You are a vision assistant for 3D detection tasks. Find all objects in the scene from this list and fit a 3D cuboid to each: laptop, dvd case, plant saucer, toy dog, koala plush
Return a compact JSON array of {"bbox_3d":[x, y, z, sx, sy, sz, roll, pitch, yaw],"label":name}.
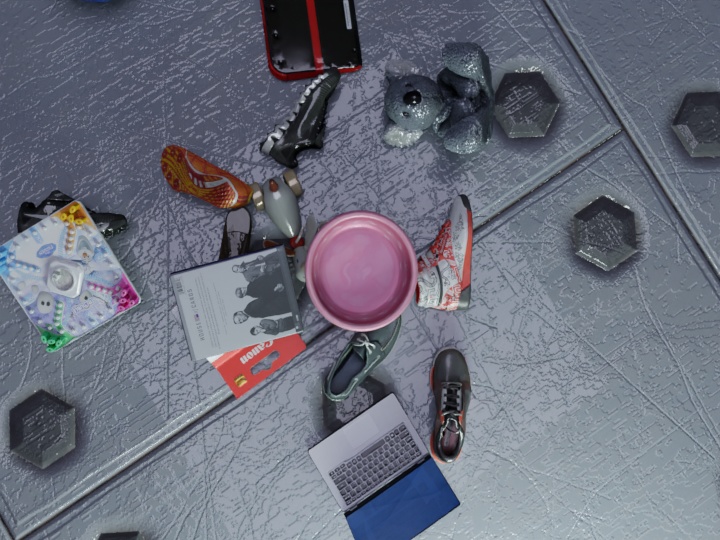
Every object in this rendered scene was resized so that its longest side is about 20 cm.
[{"bbox_3d":[0.035,0.348,1.266,0.185,0.116,0.203,-32,87,-4],"label":"laptop"},{"bbox_3d":[-0.206,0.054,1.255,0.195,0.025,0.155,-14,101,-7],"label":"dvd case"},{"bbox_3d":[0.000,0.000,1.291,0.194,0.051,0.207,0,92,-6],"label":"plant saucer"},{"bbox_3d":[-0.124,-0.088,1.306,0.132,0.096,0.200,-44,88,-4],"label":"toy dog"},{"bbox_3d":[0.130,-0.293,1.314,0.194,0.183,0.183,0,98,20],"label":"koala plush"}]

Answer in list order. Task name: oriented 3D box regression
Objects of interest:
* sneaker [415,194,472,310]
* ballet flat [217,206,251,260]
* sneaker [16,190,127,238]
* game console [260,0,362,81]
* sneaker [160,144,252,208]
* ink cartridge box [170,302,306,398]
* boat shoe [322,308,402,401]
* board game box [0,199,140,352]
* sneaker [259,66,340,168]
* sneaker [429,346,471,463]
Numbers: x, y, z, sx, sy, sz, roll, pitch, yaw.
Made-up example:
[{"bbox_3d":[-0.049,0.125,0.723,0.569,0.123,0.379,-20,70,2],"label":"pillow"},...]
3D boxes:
[{"bbox_3d":[0.141,-0.034,1.322,0.105,0.067,0.208,1,88,-4],"label":"sneaker"},{"bbox_3d":[-0.230,-0.014,1.329,0.065,0.046,0.206,9,91,-11],"label":"ballet flat"},{"bbox_3d":[-0.508,-0.096,1.306,0.194,0.066,0.093,-6,88,1],"label":"sneaker"},{"bbox_3d":[-0.093,-0.457,1.373,0.172,0.031,0.206,-8,86,-7],"label":"game console"},{"bbox_3d":[-0.276,-0.159,1.320,0.198,0.077,0.074,33,107,22],"label":"sneaker"},{"bbox_3d":[-0.208,0.101,1.294,0.159,0.050,0.202,-34,98,-3],"label":"ink cartridge box"},{"bbox_3d":[0.007,0.144,1.307,0.072,0.062,0.201,40,85,4],"label":"boat shoe"},{"bbox_3d":[-0.507,0.015,1.275,0.197,0.026,0.203,-27,104,10],"label":"board game box"},{"bbox_3d":[-0.088,-0.265,1.339,0.090,0.066,0.201,40,90,-1],"label":"sneaker"},{"bbox_3d":[0.161,0.235,1.294,0.075,0.082,0.206,1,86,-1],"label":"sneaker"}]
